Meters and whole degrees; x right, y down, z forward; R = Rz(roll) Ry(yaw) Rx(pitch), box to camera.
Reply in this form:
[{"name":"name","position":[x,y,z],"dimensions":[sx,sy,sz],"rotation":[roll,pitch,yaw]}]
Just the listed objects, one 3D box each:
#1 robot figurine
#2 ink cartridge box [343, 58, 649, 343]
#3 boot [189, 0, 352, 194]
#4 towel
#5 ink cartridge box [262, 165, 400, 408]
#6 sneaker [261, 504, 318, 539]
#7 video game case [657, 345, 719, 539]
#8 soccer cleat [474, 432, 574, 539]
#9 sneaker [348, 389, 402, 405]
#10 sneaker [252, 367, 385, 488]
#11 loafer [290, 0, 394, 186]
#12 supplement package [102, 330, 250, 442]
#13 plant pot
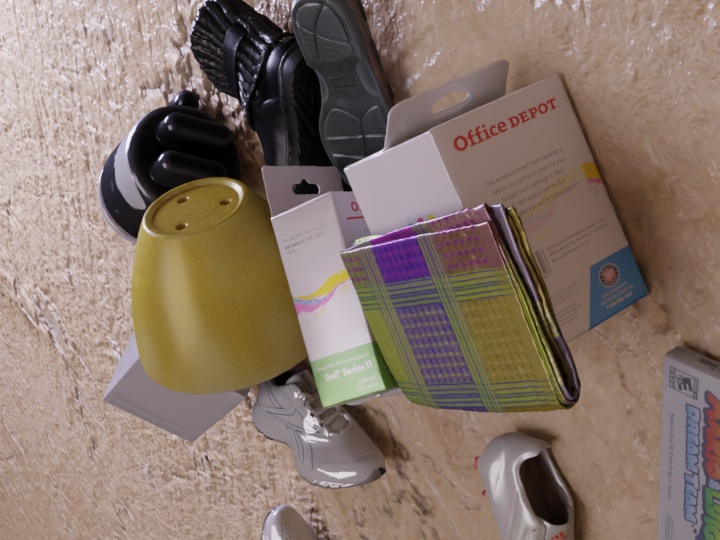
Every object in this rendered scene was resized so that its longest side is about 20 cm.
[{"name":"robot figurine","position":[-0.198,-0.096,1.327],"dimensions":[0.125,0.150,0.200],"rotation":[49,150,-6]},{"name":"ink cartridge box","position":[0.093,-0.041,0.933],"dimensions":[0.125,0.128,0.201],"rotation":[-17,97,58]},{"name":"boot","position":[-0.082,-0.137,1.166],"dimensions":[0.158,0.079,0.212],"rotation":[29,129,39]},{"name":"towel","position":[0.066,0.032,0.881],"dimensions":[0.200,0.023,0.144],"rotation":[-13,102,59]},{"name":"ink cartridge box","position":[0.000,0.000,1.031],"dimensions":[0.067,0.117,0.201],"rotation":[-20,83,34]},{"name":"sneaker","position":[-0.040,0.356,1.480],"dimensions":[0.087,0.074,0.200],"rotation":[-30,93,46]},{"name":"video game case","position":[0.288,0.171,0.895],"dimensions":[0.182,0.024,0.201],"rotation":[27,132,44]},{"name":"soccer cleat","position":[0.156,0.236,1.097],"dimensions":[0.077,0.069,0.201],"rotation":[-9,101,54]},{"name":"sneaker","position":[0.068,0.069,1.109],"dimensions":[0.200,0.080,0.077],"rotation":[-12,83,38]},{"name":"sneaker","position":[-0.049,0.156,1.322],"dimensions":[0.200,0.074,0.087],"rotation":[30,130,41]},{"name":"loafer","position":[-0.001,-0.157,1.064],"dimensions":[0.072,0.063,0.200],"rotation":[6,135,25]},{"name":"supplement package","position":[-0.186,0.092,1.398],"dimensions":[0.120,0.122,0.200],"rotation":[28,151,-12]},{"name":"plant pot","position":[-0.134,-0.002,1.201],"dimensions":[0.200,0.200,0.142],"rotation":[25,140,45]}]
